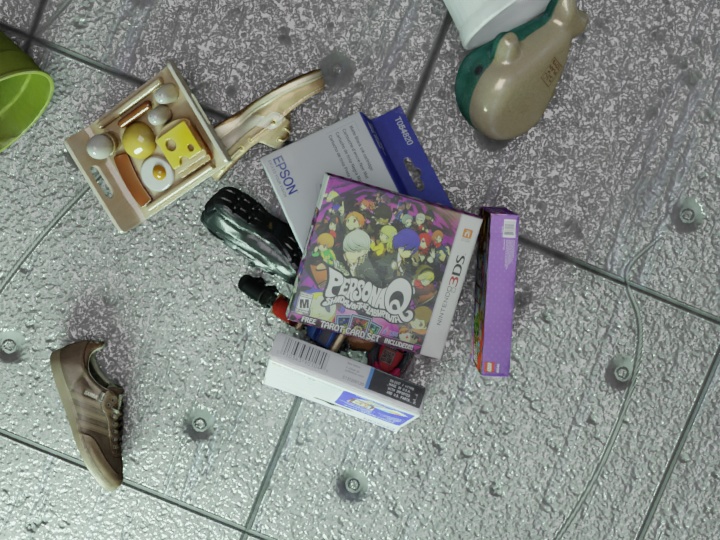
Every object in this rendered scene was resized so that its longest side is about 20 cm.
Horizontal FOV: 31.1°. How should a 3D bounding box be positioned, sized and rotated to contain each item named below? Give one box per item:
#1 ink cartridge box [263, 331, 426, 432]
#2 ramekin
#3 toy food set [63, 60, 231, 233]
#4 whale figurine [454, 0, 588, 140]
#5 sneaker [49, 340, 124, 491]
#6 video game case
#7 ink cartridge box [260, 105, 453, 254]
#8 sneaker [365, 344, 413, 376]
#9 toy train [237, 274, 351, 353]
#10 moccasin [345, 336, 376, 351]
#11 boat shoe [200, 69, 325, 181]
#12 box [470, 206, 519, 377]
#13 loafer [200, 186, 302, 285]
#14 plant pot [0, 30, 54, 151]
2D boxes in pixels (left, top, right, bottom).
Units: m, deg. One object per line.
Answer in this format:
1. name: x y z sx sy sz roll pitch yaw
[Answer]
1. ink cartridge box: -0.025 0.144 1.633 0.196 0.200 0.044 20 75 -2
2. ramekin: 0.186 -0.364 1.567 0.199 0.200 0.098 -32 87 4
3. toy food set: -0.269 -0.153 1.633 0.199 0.060 0.144 -29 95 30
4. whale figurine: 0.197 -0.263 1.615 0.104 0.159 0.201 40 96 34
5. sneaker: -0.340 0.189 1.695 0.075 0.070 0.202 -21 96 2
6. video game case: 0.028 -0.004 1.556 0.198 0.036 0.183 16 98 -10
7. ink cartridge box: 0.000 -0.097 1.625 0.199 0.041 0.201 -25 68 -3
8. sneaker: 0.062 0.053 1.672 0.080 0.075 0.202 14 96 -1
9. toy train: -0.086 0.053 1.634 0.199 0.046 0.034 30 90 38
10. moccasin: 0.000 0.000 1.653 0.077 0.074 0.203 16 86 -16
11. boat shoe: -0.122 -0.184 1.654 0.199 0.074 0.070 -31 98 13
12. box: 0.169 0.024 1.635 0.039 0.137 0.202 3 96 0
13. loafer: -0.118 -0.030 1.676 0.200 0.068 0.070 36 134 -12
14. plant pot: -0.517 -0.253 1.602 0.200 0.200 0.193 -38 82 5
